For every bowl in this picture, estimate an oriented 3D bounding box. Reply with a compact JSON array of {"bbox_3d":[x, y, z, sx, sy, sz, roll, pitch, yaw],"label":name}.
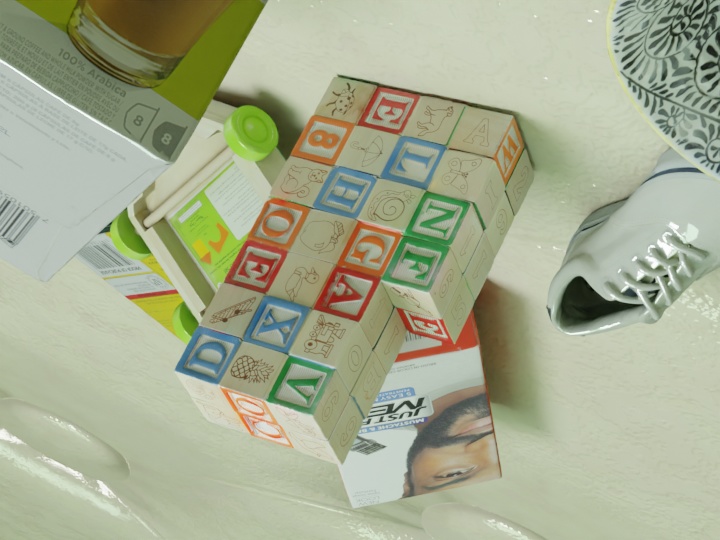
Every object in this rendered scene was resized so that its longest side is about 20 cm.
[{"bbox_3d":[0.207,-0.102,0.846,0.200,0.094,0.201,22,156,10],"label":"bowl"}]

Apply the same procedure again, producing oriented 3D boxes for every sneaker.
[{"bbox_3d":[0.162,-0.008,1.115,0.073,0.071,0.200,30,156,-7],"label":"sneaker"}]

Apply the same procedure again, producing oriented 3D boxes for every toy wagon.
[{"bbox_3d":[-0.068,-0.006,1.282,0.200,0.040,0.155,55,137,0],"label":"toy wagon"}]

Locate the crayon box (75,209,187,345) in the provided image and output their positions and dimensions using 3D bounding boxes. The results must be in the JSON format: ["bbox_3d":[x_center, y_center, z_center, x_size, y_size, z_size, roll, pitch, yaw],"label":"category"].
[{"bbox_3d":[-0.098,0.012,1.451,0.200,0.051,0.127,42,152,-29],"label":"crayon box"}]

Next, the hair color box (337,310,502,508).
[{"bbox_3d":[0.029,0.082,1.391,0.110,0.064,0.200,-12,151,2],"label":"hair color box"}]

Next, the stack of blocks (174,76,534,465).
[{"bbox_3d":[0.000,0.000,1.137,0.115,0.200,0.059,15,154,26],"label":"stack of blocks"}]

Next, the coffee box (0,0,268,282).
[{"bbox_3d":[-0.160,-0.147,1.002,0.199,0.198,0.200,33,154,-12],"label":"coffee box"}]
